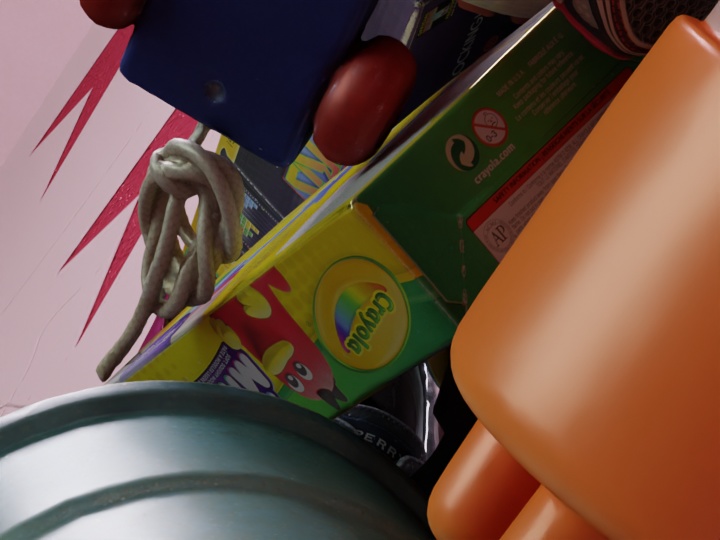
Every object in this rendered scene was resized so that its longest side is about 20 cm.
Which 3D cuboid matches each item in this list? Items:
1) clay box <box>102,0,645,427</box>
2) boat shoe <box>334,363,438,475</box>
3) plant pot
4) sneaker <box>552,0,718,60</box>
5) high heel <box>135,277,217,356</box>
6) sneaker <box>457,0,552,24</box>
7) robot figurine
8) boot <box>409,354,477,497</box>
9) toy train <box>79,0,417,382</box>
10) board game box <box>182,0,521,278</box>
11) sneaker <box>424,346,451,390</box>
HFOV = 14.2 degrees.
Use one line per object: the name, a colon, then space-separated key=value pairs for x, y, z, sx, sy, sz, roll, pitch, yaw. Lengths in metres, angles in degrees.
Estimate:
clay box: x=0.000 y=0.000 z=0.787 sx=0.115 sy=0.048 sz=0.200 roll=-44 pitch=3 yaw=-33
boat shoe: x=-0.008 y=0.077 z=0.976 sx=0.068 sy=0.072 sz=0.200 roll=-53 pitch=7 yaw=26
plant pot: x=-0.027 y=0.146 z=0.644 sx=0.201 sy=0.200 sz=0.196 roll=-57 pitch=21 yaw=1
sneaker: x=0.118 y=-0.121 z=0.666 sx=0.200 sy=0.081 sz=0.075 roll=-46 pitch=56 yaw=26
high heel: x=-0.036 y=0.077 z=0.831 sx=0.200 sy=0.067 sz=0.096 roll=-129 pitch=32 yaw=-61
sneaker: x=0.087 y=-0.118 z=0.783 sx=0.082 sy=0.199 sz=0.078 roll=67 pitch=-150 yaw=-53
robot figurine: x=0.097 y=0.000 z=0.647 sx=0.200 sy=0.117 sz=0.144 roll=-55 pitch=-13 yaw=11
boot: x=0.049 y=0.075 z=0.806 sx=0.074 sy=0.075 sz=0.200 roll=62 pitch=147 yaw=27
toy train: x=-0.015 y=-0.074 z=0.747 sx=0.200 sy=0.085 sz=0.116 roll=-63 pitch=-6 yaw=33
board game box: x=0.033 y=-0.072 z=0.939 sx=0.165 sy=0.057 sz=0.200 roll=-35 pitch=-19 yaw=-33
sneaker: x=0.084 y=-0.028 z=0.857 sx=0.200 sy=0.079 sz=0.131 roll=-60 pitch=7 yaw=38
